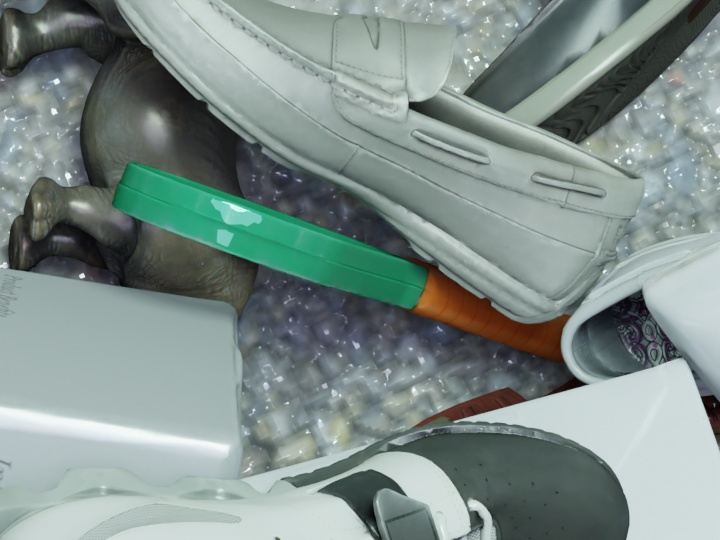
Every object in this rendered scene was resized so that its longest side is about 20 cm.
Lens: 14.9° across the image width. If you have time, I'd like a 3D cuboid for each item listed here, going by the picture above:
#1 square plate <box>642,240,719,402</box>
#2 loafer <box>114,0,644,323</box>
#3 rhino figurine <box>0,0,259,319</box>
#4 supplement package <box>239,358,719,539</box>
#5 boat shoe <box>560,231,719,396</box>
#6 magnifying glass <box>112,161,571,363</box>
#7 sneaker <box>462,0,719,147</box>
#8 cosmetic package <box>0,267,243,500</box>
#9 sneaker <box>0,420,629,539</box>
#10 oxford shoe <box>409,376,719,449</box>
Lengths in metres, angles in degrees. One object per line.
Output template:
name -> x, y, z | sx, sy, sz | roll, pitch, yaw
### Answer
square plate -> 0.222, 0.039, 0.873 | 0.198, 0.028, 0.200 | -27, 117, 23
loafer -> 0.007, -0.060, 0.947 | 0.200, 0.070, 0.070 | 33, 106, -15
rhino figurine -> -0.079, -0.019, 0.987 | 0.087, 0.060, 0.201 | -3, 88, -18
supplement package -> 0.060, 0.156, 0.873 | 0.155, 0.111, 0.200 | -15, 56, -2
boat shoe -> 0.157, 0.006, 0.919 | 0.199, 0.068, 0.072 | -5, 103, 35
magnifying glass -> 0.000, 0.000, 0.962 | 0.200, 0.080, 0.022 | 17, 93, -39
sneaker -> 0.086, -0.129, 1.024 | 0.200, 0.075, 0.106 | -44, 78, -8
cosmetic package -> -0.146, 0.092, 0.891 | 0.199, 0.165, 0.166 | 9, 104, -5
sneaker -> -0.007, 0.093, 0.780 | 0.199, 0.088, 0.074 | -7, 107, -17
oxford shoe -> 0.107, 0.072, 1.014 | 0.199, 0.070, 0.075 | -14, 115, -12
